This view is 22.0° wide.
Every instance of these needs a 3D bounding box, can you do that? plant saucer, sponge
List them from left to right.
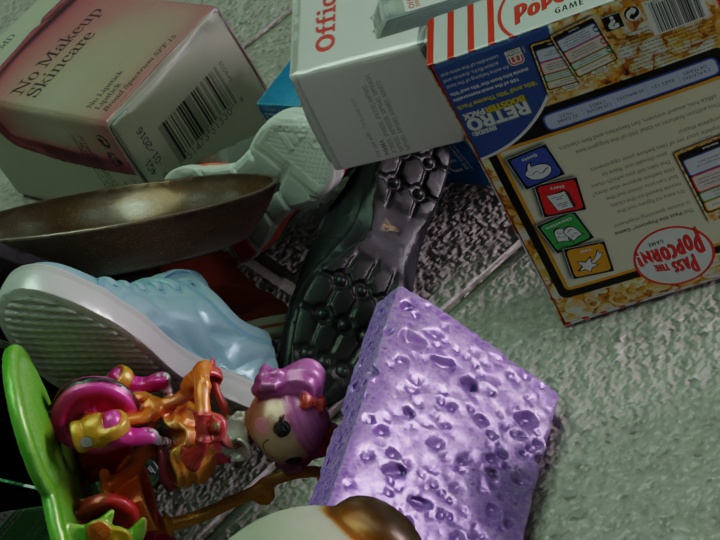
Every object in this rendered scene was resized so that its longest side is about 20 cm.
[{"bbox_3d":[-0.146,-0.024,1.103,0.200,0.035,0.200,-8,9,1],"label":"plant saucer"},{"bbox_3d":[0.033,0.113,0.932,0.030,0.112,0.200,-37,24,45],"label":"sponge"}]

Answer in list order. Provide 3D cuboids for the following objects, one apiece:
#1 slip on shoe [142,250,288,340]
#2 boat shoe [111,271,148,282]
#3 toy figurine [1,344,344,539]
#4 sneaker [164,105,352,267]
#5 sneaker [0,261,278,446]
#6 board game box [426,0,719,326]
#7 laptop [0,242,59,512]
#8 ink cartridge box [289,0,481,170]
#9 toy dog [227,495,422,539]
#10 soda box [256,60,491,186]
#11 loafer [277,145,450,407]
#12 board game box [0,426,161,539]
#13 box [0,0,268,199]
[{"bbox_3d":[-0.112,0.005,1.183,0.074,0.061,0.200,-13,24,-33],"label":"slip on shoe"},{"bbox_3d":[-0.194,0.049,1.165,0.066,0.075,0.199,-24,-15,-44],"label":"boat shoe"},{"bbox_3d":[-0.070,0.100,0.977,0.184,0.200,0.150,-16,32,-1],"label":"toy figurine"},{"bbox_3d":[-0.054,-0.061,1.213,0.082,0.077,0.200,-36,10,-40],"label":"sneaker"},{"bbox_3d":[-0.121,0.030,1.024,0.074,0.200,0.082,-22,53,28],"label":"sneaker"},{"bbox_3d":[0.143,-0.071,0.991,0.151,0.200,0.046,-17,38,17],"label":"board game box"},{"bbox_3d":[-0.231,0.070,1.049,0.103,0.177,0.200,31,93,33],"label":"laptop"},{"bbox_3d":[0.065,-0.153,1.055,0.200,0.085,0.146,-14,47,16],"label":"ink cartridge box"},{"bbox_3d":[-0.009,0.196,0.766,0.140,0.194,0.200,-27,60,11],"label":"toy dog"},{"bbox_3d":[0.032,-0.105,1.221,0.200,0.064,0.068,7,51,41],"label":"soda box"},{"bbox_3d":[0.000,0.000,1.133,0.201,0.068,0.070,-67,10,-26],"label":"loafer"},{"bbox_3d":[-0.166,0.119,1.136,0.105,0.023,0.200,14,56,43],"label":"board game box"},{"bbox_3d":[-0.181,-0.122,1.353,0.200,0.109,0.128,14,56,43],"label":"box"}]
